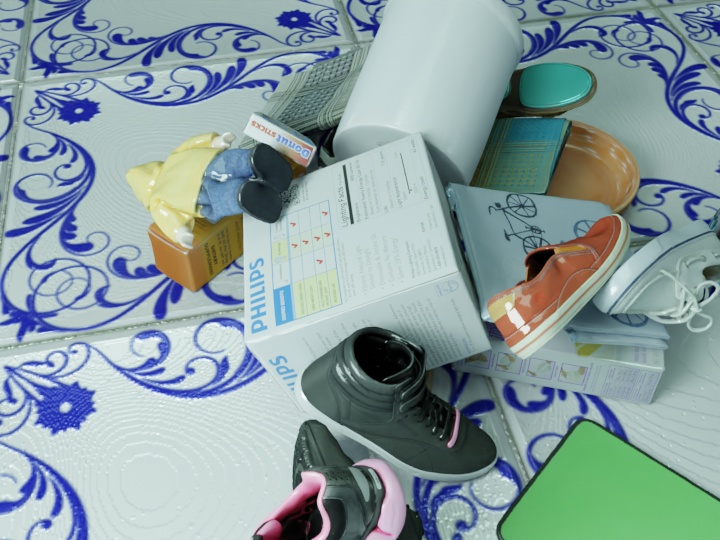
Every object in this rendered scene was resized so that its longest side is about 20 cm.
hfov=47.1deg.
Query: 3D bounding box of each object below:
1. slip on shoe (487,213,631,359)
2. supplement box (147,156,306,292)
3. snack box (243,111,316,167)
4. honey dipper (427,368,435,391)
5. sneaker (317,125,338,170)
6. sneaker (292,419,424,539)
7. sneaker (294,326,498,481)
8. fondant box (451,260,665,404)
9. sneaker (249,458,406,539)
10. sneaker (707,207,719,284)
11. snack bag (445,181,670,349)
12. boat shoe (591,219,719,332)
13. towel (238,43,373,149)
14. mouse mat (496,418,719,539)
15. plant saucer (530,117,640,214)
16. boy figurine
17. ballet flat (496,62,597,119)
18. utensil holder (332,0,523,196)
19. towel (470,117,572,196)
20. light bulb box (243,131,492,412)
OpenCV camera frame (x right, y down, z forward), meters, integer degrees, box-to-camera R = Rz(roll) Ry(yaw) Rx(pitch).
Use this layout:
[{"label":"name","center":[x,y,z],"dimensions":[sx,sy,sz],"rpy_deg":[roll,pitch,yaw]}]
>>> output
[{"label":"slip on shoe","center":[0.179,-0.001,0.728],"dimensions":[0.061,0.074,0.200],"rpy_deg":[48,53,5]},{"label":"supplement box","center":[-0.146,-0.067,0.945],"dimensions":[0.068,0.067,0.200],"rpy_deg":[27,52,24]},{"label":"snack box","center":[-0.086,-0.145,0.894],"dimensions":[0.071,0.024,0.200],"rpy_deg":[29,7,-10]},{"label":"honey dipper","center":[0.071,0.078,0.830],"dimensions":[0.038,0.038,0.201],"rpy_deg":[8,51,8]},{"label":"sneaker","center":[0.005,-0.164,1.030],"dimensions":[0.073,0.081,0.201],"rpy_deg":[14,46,16]},{"label":"sneaker","center":[0.002,0.209,0.685],"dimensions":[0.090,0.076,0.201],"rpy_deg":[-11,53,-24]},{"label":"sneaker","center":[0.049,0.117,0.706],"dimensions":[0.199,0.099,0.071],"rpy_deg":[26,49,-12]},{"label":"fondant box","center":[0.201,0.045,0.841],"dimensions":[0.198,0.059,0.145],"rpy_deg":[8,47,10]},{"label":"sneaker","center":[-0.058,0.211,0.600],"dimensions":[0.095,0.201,0.079],"rpy_deg":[21,21,-49]},{"label":"sneaker","center":[0.447,-0.062,0.916],"dimensions":[0.079,0.096,0.199],"rpy_deg":[35,56,29]},{"label":"snack bag","center":[0.187,-0.007,0.807],"dimensions":[0.198,0.022,0.190],"rpy_deg":[6,46,-16]},{"label":"boat shoe","center":[0.296,0.017,0.767],"dimensions":[0.201,0.075,0.086],"rpy_deg":[-18,59,-45]},{"label":"towel","center":[-0.051,-0.232,1.066],"dimensions":[0.191,0.035,0.201],"rpy_deg":[-13,34,36]},{"label":"mouse mat","center":[0.235,0.227,0.701],"dimensions":[0.199,0.008,0.161],"rpy_deg":[32,54,26]},{"label":"plant saucer","center":[0.237,-0.115,1.010],"dimensions":[0.198,0.038,0.201],"rpy_deg":[-1,46,1]},{"label":"boy figurine","center":[-0.165,-0.080,0.829],"dimensions":[0.198,0.064,0.126],"rpy_deg":[0,68,39]},{"label":"ballet flat","center":[0.201,-0.213,1.027],"dimensions":[0.198,0.072,0.069],"rpy_deg":[-2,73,30]},{"label":"utensil holder","center":[0.075,-0.193,0.927],"dimensions":[0.168,0.170,0.202],"rpy_deg":[15,68,15]},{"label":"towel","center":[0.142,-0.133,0.989],"dimensions":[0.198,0.022,0.147],"rpy_deg":[4,47,29]},{"label":"light bulb box","center":[0.000,0.000,0.801],"dimensions":[0.198,0.125,0.200],"rpy_deg":[-19,45,11]}]
